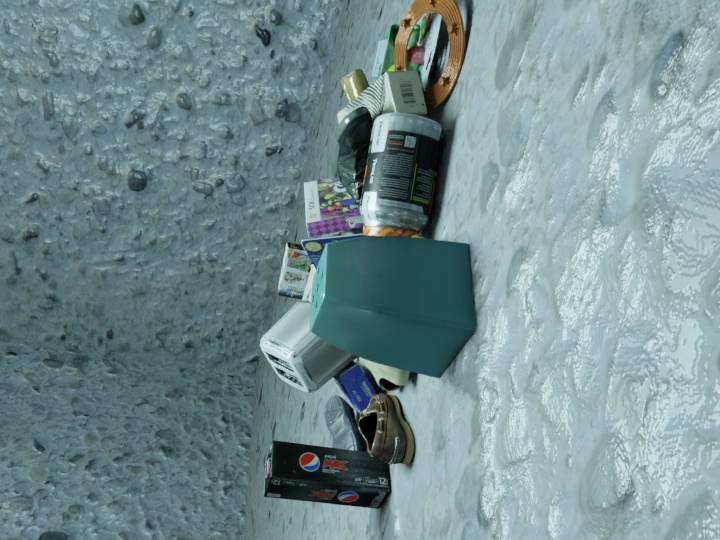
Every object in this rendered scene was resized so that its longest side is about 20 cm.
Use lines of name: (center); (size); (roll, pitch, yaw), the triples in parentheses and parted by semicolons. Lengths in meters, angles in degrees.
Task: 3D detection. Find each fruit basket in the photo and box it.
fruit basket: (0.091, -0.400, 1.306); (0.200, 0.092, 0.188); (-136, 57, -72)

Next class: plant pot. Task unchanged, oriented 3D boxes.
plant pot: (0.035, 0.041, 0.944); (0.142, 0.197, 0.143); (115, 161, -51)

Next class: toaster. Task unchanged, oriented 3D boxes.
toaster: (-0.091, 0.139, 1.245); (0.199, 0.129, 0.114); (13, 137, 54)

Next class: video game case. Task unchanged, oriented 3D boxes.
video game case: (-0.009, -0.136, 1.310); (0.182, 0.197, 0.036); (-99, -2, -58)

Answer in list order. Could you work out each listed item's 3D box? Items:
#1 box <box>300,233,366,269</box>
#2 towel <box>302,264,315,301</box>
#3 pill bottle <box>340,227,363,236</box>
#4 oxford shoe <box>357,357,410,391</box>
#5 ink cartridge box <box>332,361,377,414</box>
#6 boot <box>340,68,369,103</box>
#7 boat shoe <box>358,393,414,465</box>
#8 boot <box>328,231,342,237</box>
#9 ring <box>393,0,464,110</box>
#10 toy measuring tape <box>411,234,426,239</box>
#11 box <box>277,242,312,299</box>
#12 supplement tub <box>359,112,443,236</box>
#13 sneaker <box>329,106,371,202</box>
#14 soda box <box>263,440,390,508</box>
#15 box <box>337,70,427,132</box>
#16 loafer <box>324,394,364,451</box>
box: (-0.011, 0.004, 1.156); (0.201, 0.119, 0.033); (64, -150, -43)
towel: (-0.029, 0.080, 1.299); (0.034, 0.199, 0.133); (-34, -26, -40)
pill bottle: (0.000, 0.000, 1.337); (0.117, 0.115, 0.202); (-94, 19, -50)
oxford shoe: (0.035, 0.166, 1.155); (0.200, 0.070, 0.075); (135, 137, -73)
ink cartridge box: (-0.017, 0.213, 1.301); (0.095, 0.044, 0.200); (59, 170, -7)
boot: (0.020, -0.310, 1.395); (0.175, 0.065, 0.202); (-176, 65, -79)
boat shoe: (0.031, 0.247, 1.107); (0.200, 0.069, 0.071); (-140, 60, -78)
boot: (-0.006, -0.005, 1.520); (0.075, 0.096, 0.202); (38, 149, 48)
ring: (0.111, -0.380, 1.188); (0.200, 0.019, 0.204); (12, 104, 58)
toy measuring tape: (0.090, 0.006, 1.082); (0.201, 0.072, 0.074); (87, -176, -55)
box: (-0.068, 0.014, 1.442); (0.035, 0.197, 0.111); (-110, 33, -67)
supplement tub: (0.066, -0.148, 1.140); (0.122, 0.121, 0.203); (178, 102, -78)
sneaker: (0.004, -0.197, 1.210); (0.115, 0.076, 0.200); (53, 156, 17)
soda box: (-0.055, 0.334, 1.119); (0.071, 0.197, 0.064); (-93, 19, -48)
box: (0.035, -0.286, 1.247); (0.199, 0.068, 0.083); (-22, 81, 60)
loafer: (-0.020, 0.333, 1.325); (0.072, 0.063, 0.201); (-42, 40, 24)
